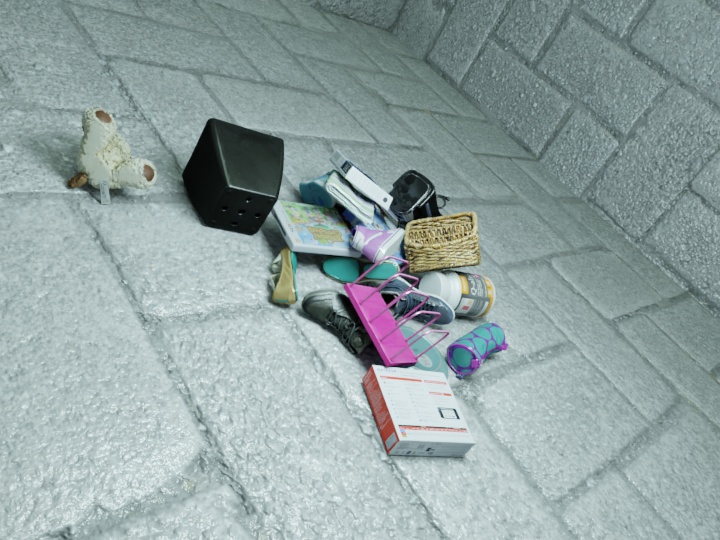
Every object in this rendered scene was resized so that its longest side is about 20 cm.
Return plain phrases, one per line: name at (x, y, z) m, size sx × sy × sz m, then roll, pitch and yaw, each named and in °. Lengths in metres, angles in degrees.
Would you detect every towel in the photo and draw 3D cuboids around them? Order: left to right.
towel at (-0.021, -0.193, 1.627) m, size 0.149 × 0.031 × 0.200 m, roll 41°, pitch 16°, yaw -10°

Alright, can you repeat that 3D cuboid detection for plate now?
plate at (0.126, 0.191, 1.487) m, size 0.197 × 0.026 × 0.202 m, roll 24°, pitch 31°, yaw -15°

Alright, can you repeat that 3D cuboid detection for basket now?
basket at (0.213, -0.078, 1.681) m, size 0.196 × 0.152 × 0.143 m, roll -6°, pitch -2°, yaw 14°

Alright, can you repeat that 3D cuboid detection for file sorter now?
file sorter at (0.085, 0.086, 1.386) m, size 0.138 × 0.125 × 0.202 m, roll 12°, pitch 43°, yaw -59°

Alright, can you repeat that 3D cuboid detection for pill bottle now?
pill bottle at (0.259, 0.061, 1.711) m, size 0.197 × 0.117 × 0.117 m, roll 9°, pitch 37°, yaw -35°

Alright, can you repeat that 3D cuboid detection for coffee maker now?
coffee maker at (0.167, -0.197, 1.852) m, size 0.133 × 0.201 × 0.195 m, roll 17°, pitch 69°, yaw 20°

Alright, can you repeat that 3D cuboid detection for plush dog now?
plush dog at (-0.555, -0.248, 1.401) m, size 0.201 × 0.159 × 0.172 m, roll 52°, pitch 7°, yaw -23°

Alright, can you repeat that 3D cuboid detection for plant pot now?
plant pot at (-0.292, -0.204, 1.514) m, size 0.197 × 0.200 × 0.180 m, roll 9°, pitch 48°, yaw -34°

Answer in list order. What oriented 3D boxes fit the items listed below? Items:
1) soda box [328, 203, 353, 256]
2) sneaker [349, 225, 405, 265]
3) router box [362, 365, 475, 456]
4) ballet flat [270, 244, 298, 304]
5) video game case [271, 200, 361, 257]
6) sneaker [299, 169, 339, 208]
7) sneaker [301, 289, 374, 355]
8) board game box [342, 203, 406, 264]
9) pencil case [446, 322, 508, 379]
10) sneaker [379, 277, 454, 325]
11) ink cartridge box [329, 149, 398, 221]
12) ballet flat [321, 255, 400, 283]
soda box at (-0.049, -0.092, 1.684) m, size 0.062 × 0.071 × 0.202 m, roll 19°, pitch 33°, yaw -20°
sneaker at (0.039, -0.085, 1.578) m, size 0.113 × 0.074 × 0.200 m, roll 30°, pitch 20°, yaw 12°
router box at (0.119, 0.288, 1.309) m, size 0.197 × 0.049 × 0.181 m, roll 12°, pitch 38°, yaw -31°
ballet flat at (-0.174, 0.001, 1.445) m, size 0.062 × 0.070 × 0.201 m, roll -5°, pitch 35°, yaw -3°
video game case at (-0.111, -0.104, 1.557) m, size 0.197 × 0.022 × 0.183 m, roll 5°, pitch 38°, yaw -36°
sneaker at (-0.077, -0.229, 1.741) m, size 0.129 × 0.081 × 0.199 m, roll -25°, pitch 25°, yaw -21°
sneaker at (-0.035, 0.113, 1.396) m, size 0.197 × 0.077 × 0.115 m, roll 26°, pitch 24°, yaw -22°
board game box at (0.056, -0.098, 1.739) m, size 0.200 × 0.043 × 0.200 m, roll 54°, pitch 21°, yaw 4°
pencil case at (0.290, 0.193, 1.580) m, size 0.092 × 0.086 × 0.199 m, roll 28°, pitch 26°, yaw 26°
sneaker at (0.132, 0.092, 1.569) m, size 0.200 × 0.078 × 0.146 m, roll 27°, pitch 18°, yaw 8°
ink cartridge box at (0.017, -0.234, 1.733) m, size 0.199 × 0.044 × 0.198 m, roll 38°, pitch 8°, yaw -27°
ballet flat at (0.000, 0.000, 1.592) m, size 0.196 × 0.069 × 0.062 m, roll 7°, pitch 2°, yaw -3°
